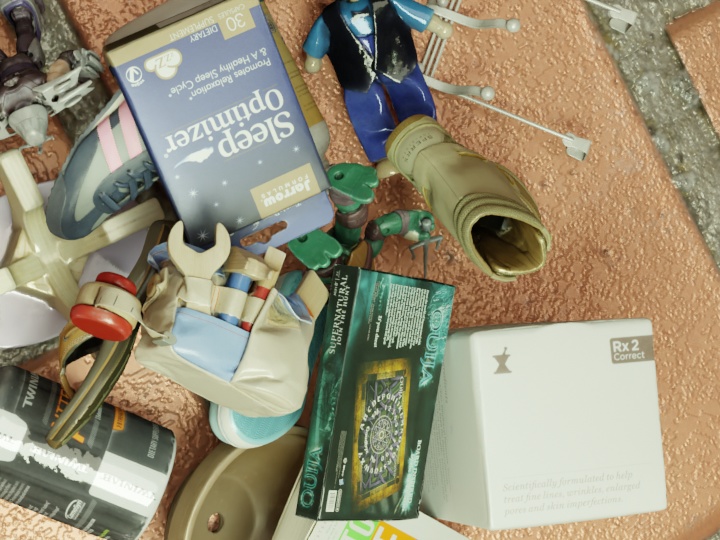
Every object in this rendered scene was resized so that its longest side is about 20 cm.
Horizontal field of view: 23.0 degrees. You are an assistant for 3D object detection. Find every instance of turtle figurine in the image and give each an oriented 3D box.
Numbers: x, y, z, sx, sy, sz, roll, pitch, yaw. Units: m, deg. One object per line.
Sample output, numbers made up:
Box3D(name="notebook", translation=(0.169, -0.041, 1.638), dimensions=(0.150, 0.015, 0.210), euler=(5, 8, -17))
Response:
Box3D(name="turtle figurine", translation=(0.000, 0.000, 1.487), dimensions=(0.101, 0.200, 0.150), euler=(3, 64, 18))

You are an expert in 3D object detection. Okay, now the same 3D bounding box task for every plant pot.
Box3D(name="plant pot", translation=(-0.097, 0.222, 1.494), dimensions=(0.201, 0.093, 0.201), euler=(-7, 100, -42))

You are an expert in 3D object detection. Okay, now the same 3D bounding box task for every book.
Box3D(name="book", translation=(0.004, 0.256, 1.507), dimensions=(0.200, 0.048, 0.134), euler=(34, 78, -42))

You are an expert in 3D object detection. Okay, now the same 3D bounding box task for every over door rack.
Box3D(name="over door rack", translation=(0.154, -0.209, 1.623), dimensions=(0.200, 0.067, 0.148), euler=(23, 82, -15))

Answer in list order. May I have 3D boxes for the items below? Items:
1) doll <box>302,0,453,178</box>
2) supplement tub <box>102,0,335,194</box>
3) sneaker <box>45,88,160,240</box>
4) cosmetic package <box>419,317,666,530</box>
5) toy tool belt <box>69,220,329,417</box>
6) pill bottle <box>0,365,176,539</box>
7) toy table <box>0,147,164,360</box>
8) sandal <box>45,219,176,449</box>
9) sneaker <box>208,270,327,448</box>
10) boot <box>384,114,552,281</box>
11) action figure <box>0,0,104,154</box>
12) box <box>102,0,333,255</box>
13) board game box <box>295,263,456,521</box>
Box3D(name="doll", translation=(0.018, -0.188, 1.559), dimensions=(0.136, 0.048, 0.200), euler=(-18, 108, 9))
Box3D(name="supplement tub", translation=(-0.113, -0.134, 1.495), dimensions=(0.145, 0.145, 0.200), euler=(-29, 96, -16))
Box3D(name="sneaker", translation=(-0.163, -0.095, 1.374), dimensions=(0.082, 0.070, 0.200), euler=(37, 91, 23))
Box3D(name="cosmetic package", translation=(0.144, 0.129, 1.534), dimensions=(0.165, 0.200, 0.165), euler=(-5, 89, -17))
Box3D(name="toy tool belt", translation=(-0.114, 0.022, 1.323), dimensions=(0.200, 0.125, 0.123), euler=(30, 66, -30))
Box3D(name="pill bottle", translation=(-0.261, 0.145, 1.457), dimensions=(0.200, 0.106, 0.106), euler=(24, 81, -15))
Box3D(name="toy table", translation=(-0.260, -0.007, 1.460), dimensions=(0.200, 0.117, 0.184), euler=(-39, 99, -16))
Box3D(name="sandal", translation=(-0.202, 0.045, 1.377), dimensions=(0.055, 0.082, 0.200), euler=(24, 81, 0))
Box3D(name="sneaker", translation=(-0.110, 0.088, 1.480), dimensions=(0.080, 0.130, 0.200), euler=(59, 32, -22))
Box3D(name="boot", translation=(0.120, -0.042, 1.530), dimensions=(0.073, 0.155, 0.200), euler=(-45, 135, 7))
Box3D(name="action figure", translation=(-0.276, -0.163, 1.432), dimensions=(0.130, 0.069, 0.200), euler=(-19, 50, -5))
Box3D(name="box", translation=(-0.101, -0.100, 1.343), dimensions=(0.121, 0.032, 0.200), euler=(-25, 112, -9))
Box3D(name="board game box", translation=(0.014, 0.101, 1.423), dimensions=(0.135, 0.028, 0.200), euler=(11, 88, -52))
